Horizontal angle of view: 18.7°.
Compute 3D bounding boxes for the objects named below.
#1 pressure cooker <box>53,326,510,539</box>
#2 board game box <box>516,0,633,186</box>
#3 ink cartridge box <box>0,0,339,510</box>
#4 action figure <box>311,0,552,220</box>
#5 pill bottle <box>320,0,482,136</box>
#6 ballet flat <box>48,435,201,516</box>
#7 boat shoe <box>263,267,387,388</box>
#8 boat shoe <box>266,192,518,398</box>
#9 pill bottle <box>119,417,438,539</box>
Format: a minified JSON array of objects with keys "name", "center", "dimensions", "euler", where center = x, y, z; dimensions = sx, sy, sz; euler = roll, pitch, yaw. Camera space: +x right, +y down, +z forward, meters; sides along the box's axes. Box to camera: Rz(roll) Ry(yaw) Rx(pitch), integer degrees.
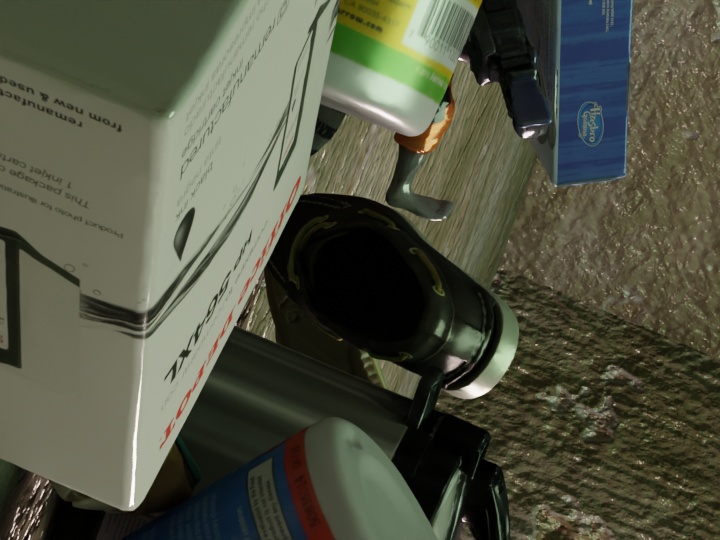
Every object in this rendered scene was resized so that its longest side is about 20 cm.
[{"name":"pressure cooker","center":[-0.031,0.134,1.040],"dimensions":[0.176,0.199,0.179],"euler":[100,14,-55]},{"name":"board game box","center":[0.092,-0.179,1.103],"dimensions":[0.199,0.043,0.201],"euler":[-110,-164,-56]},{"name":"ink cartridge box","center":[-0.066,-0.047,0.634],"dimensions":[0.201,0.084,0.147],"euler":[102,12,-56]},{"name":"action figure","center":[0.025,-0.115,1.083],"dimensions":[0.201,0.104,0.194],"euler":[-106,-162,-45]},{"name":"pill bottle","center":[0.009,-0.159,0.765],"dimensions":[0.111,0.110,0.201],"euler":[10,102,-84]},{"name":"ballet flat","center":[-0.105,0.059,0.867],"dimensions":[0.063,0.069,0.200],"euler":[-36,161,-16]},{"name":"boat shoe","center":[-0.016,0.067,1.278],"dimensions":[0.063,0.073,0.202],"euler":[-74,160,-84]},{"name":"boat shoe","center":[0.000,0.000,1.116],"dimensions":[0.060,0.201,0.072],"euler":[28,92,-40]},{"name":"pill bottle","center":[-0.065,0.155,0.903],"dimensions":[0.199,0.113,0.112],"euler":[-31,180,11]}]
